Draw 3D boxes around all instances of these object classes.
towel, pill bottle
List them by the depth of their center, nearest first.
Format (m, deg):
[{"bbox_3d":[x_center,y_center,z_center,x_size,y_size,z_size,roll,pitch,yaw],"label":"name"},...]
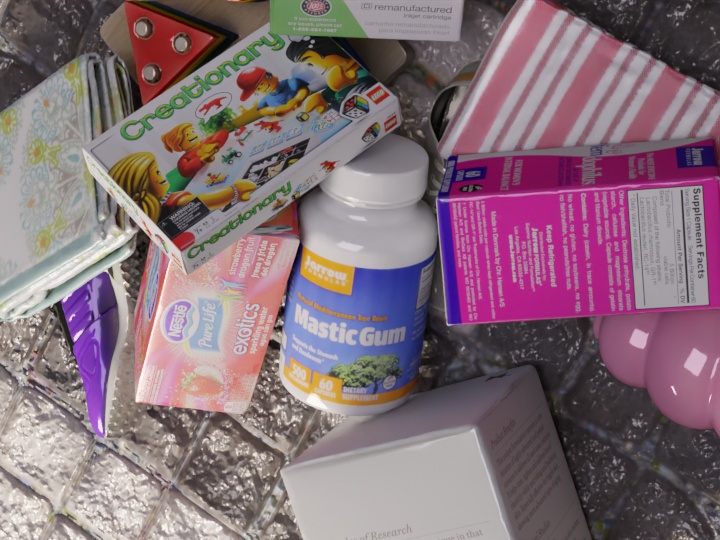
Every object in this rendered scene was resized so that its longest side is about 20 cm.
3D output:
[{"bbox_3d":[0.173,-0.103,1.390,0.199,0.030,0.147,29,110,-3],"label":"towel"},{"bbox_3d":[0.000,0.000,1.437,0.112,0.112,0.201,17,119,19],"label":"pill bottle"},{"bbox_3d":[-0.252,-0.067,1.541,0.200,0.048,0.172,-27,63,41],"label":"towel"}]

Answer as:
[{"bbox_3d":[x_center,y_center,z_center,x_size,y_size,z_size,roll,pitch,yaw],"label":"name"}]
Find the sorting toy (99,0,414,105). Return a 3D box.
[{"bbox_3d":[-0.097,-0.180,1.495,0.200,0.070,0.199,-41,82,22],"label":"sorting toy"}]

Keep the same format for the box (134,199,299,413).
[{"bbox_3d":[-0.115,0.007,1.459,0.094,0.103,0.200,6,135,-14],"label":"box"}]

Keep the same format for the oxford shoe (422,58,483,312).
[{"bbox_3d":[0.074,-0.064,1.451,0.075,0.058,0.201,15,105,18],"label":"oxford shoe"}]

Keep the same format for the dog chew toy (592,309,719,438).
[{"bbox_3d":[0.263,0.067,1.364,0.199,0.124,0.125,19,105,26],"label":"dog chew toy"}]

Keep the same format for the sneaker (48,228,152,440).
[{"bbox_3d":[-0.223,0.040,1.587,0.099,0.069,0.201,6,96,28],"label":"sneaker"}]

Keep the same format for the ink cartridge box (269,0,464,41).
[{"bbox_3d":[0.009,-0.267,1.341,0.145,0.084,0.201,2,138,-2],"label":"ink cartridge box"}]

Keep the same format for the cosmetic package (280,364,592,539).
[{"bbox_3d":[0.069,0.202,1.427,0.166,0.167,0.201,-16,96,23],"label":"cosmetic package"}]

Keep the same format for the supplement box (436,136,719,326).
[{"bbox_3d":[0.160,-0.028,1.349,0.199,0.101,0.104,-3,110,8],"label":"supplement box"}]

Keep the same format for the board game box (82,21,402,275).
[{"bbox_3d":[-0.085,-0.098,1.366,0.200,0.035,0.126,-36,59,-17],"label":"board game box"}]
